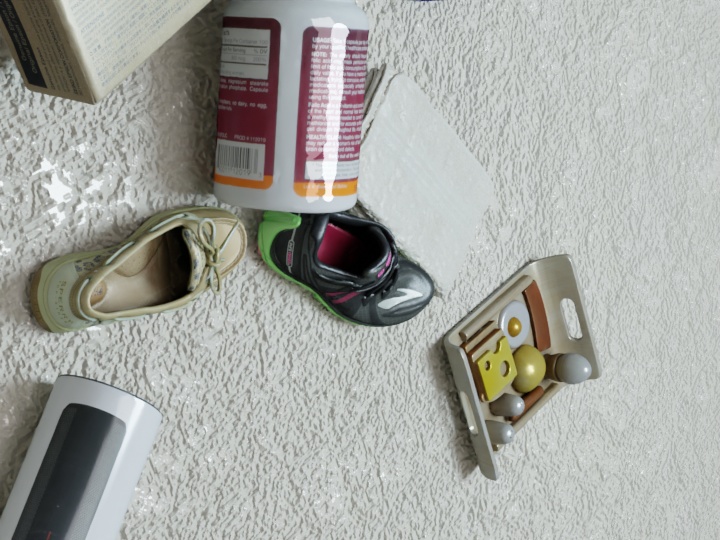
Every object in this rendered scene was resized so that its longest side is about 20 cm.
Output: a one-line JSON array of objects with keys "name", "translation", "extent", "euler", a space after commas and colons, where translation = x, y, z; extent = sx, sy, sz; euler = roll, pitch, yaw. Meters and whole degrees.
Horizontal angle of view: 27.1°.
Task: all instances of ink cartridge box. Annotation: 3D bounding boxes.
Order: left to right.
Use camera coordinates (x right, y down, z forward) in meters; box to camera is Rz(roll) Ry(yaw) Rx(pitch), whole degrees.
[{"name": "ink cartridge box", "translation": [-0.167, -0.237, 1.005], "extent": [0.200, 0.075, 0.165], "euler": [-49, 139, -34]}]

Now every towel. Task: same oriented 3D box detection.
[{"name": "towel", "translation": [0.045, -0.079, 1.341], "extent": [0.200, 0.034, 0.133], "euler": [47, 59, -40]}]

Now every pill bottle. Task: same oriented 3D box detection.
[{"name": "pill bottle", "translation": [-0.052, -0.150, 1.150], "extent": [0.114, 0.114, 0.201], "euler": [-5, 103, -48]}]

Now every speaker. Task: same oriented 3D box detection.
[{"name": "speaker", "translation": [-0.208, 0.178, 1.028], "extent": [0.081, 0.081, 0.200], "euler": [38, 64, -43]}]

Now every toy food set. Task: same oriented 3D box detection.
[{"name": "toy food set", "translation": [0.164, 0.092, 1.461], "extent": [0.200, 0.060, 0.144], "euler": [-37, 119, -42]}]

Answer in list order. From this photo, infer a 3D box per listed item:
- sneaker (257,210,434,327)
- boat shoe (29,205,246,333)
[{"name": "sneaker", "translation": [0.000, 0.000, 1.252], "extent": [0.200, 0.084, 0.077], "euler": [24, 76, -46]}, {"name": "boat shoe", "translation": [-0.147, 0.002, 1.101], "extent": [0.200, 0.063, 0.074], "euler": [-28, 111, -45]}]
